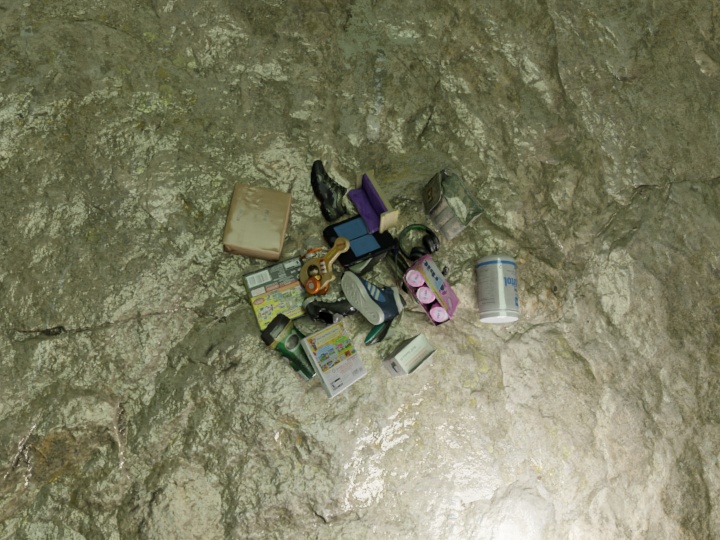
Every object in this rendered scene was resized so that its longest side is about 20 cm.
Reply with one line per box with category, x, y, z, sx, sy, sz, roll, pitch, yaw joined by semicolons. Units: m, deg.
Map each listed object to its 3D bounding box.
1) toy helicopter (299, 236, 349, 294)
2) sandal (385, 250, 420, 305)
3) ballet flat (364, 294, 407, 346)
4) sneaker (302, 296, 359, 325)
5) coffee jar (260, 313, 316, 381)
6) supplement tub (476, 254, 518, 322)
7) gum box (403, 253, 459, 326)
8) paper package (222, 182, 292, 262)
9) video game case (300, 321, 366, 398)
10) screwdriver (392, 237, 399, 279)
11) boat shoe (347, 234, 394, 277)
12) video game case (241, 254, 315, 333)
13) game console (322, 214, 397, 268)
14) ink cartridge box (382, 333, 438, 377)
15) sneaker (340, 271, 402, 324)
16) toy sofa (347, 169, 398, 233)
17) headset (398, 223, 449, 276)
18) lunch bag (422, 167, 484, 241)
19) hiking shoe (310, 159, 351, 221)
toy helicopter;-0.112;-0.032;1.659;0.200;0.078;0.133;-45;70;16
sandal;0.141;0.027;1.768;0.079;0.057;0.203;-6;57;-48
ballet flat;0.088;0.166;1.719;0.068;0.068;0.202;38;72;-14
sneaker;-0.076;0.129;1.662;0.195;0.067;0.091;4;40;-27
coffee jar;-0.197;0.225;1.616;0.200;0.085;0.105;45;69;-9
supplement tub;0.447;0.061;1.788;0.128;0.132;0.206;2;77;-12
gum box;0.222;0.056;1.724;0.202;0.065;0.114;54;35;-9
paper package;-0.317;-0.148;1.680;0.185;0.104;0.206;11;76;-8
video game case;-0.076;0.258;1.618;0.199;0.023;0.185;-20;80;-57
screwdriver;0.112;-0.035;1.739;0.027;0.030;0.203;2;45;0
boat shoe;0.034;-0.046;1.742;0.071;0.061;0.200;33;56;29
video game case;-0.245;0.071;1.686;0.196;0.026;0.185;-19;82;-17
game console;-0.006;-0.102;1.732;0.196;0.032;0.178;-22;50;-16
ink cartridge box;0.147;0.254;1.638;0.116;0.200;0.068;-38;87;-18
sneaker;0.044;0.069;1.682;0.145;0.081;0.201;-21;61;-44
toy sofa;0.036;-0.221;1.750;0.095;0.084;0.203;-18;58;-17
headset;0.214;-0.063;1.808;0.199;0.094;0.124;42;76;16
lunch bag;0.286;-0.222;1.799;0.117;0.164;0.202;-35;86;-19
hiking shoe;-0.097;-0.264;1.780;0.099;0.075;0.205;-17;90;-24
